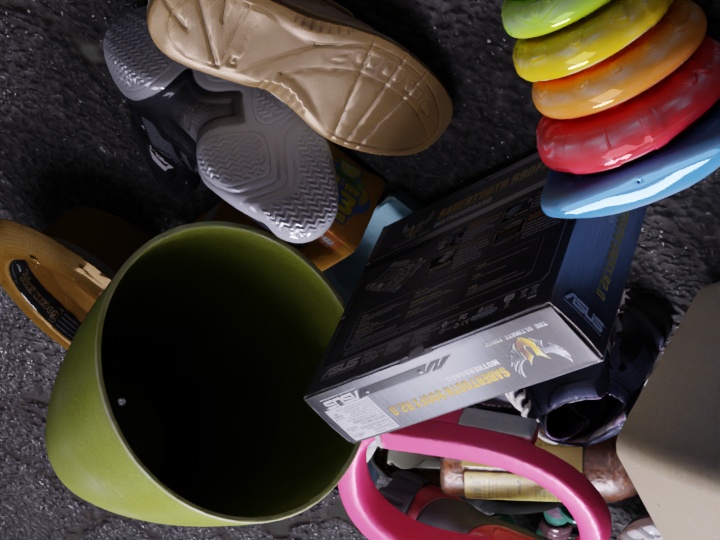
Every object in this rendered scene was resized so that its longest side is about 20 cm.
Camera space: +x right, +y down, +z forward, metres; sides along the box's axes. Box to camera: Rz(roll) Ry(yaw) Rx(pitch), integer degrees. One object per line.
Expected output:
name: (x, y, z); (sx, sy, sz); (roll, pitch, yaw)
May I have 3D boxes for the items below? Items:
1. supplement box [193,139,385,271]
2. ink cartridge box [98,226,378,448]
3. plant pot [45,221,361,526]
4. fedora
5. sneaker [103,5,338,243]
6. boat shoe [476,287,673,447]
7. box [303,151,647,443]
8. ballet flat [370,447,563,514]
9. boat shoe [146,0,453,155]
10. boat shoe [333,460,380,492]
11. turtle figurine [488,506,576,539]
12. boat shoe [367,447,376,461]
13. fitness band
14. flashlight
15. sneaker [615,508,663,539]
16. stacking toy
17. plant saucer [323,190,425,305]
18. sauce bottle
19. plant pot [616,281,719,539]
supplement box: (-0.069, -0.023, 0.908); (0.066, 0.069, 0.200); (36, 142, -18)
ink cartridge box: (-0.070, 0.067, 0.910); (0.162, 0.050, 0.200); (-20, 133, 32)
plant pot: (-0.126, 0.089, 0.838); (0.187, 0.187, 0.200); (39, 143, -17)
fedora: (-0.204, 0.012, 1.019); (0.200, 0.082, 0.201); (26, 151, 16)
sneaker: (-0.084, -0.076, 0.812); (0.200, 0.075, 0.114); (46, 161, 22)
boat shoe: (0.124, 0.081, 0.888); (0.075, 0.093, 0.200); (38, 144, -15)
box: (0.070, 0.008, 0.757); (0.200, 0.159, 0.048); (-25, 118, 42)
ballet flat: (0.090, 0.159, 1.026); (0.200, 0.068, 0.068); (-7, 159, 39)
boat shoe: (-0.032, -0.131, 0.736); (0.200, 0.069, 0.074); (24, 119, -32)
boat shoe: (-0.073, 0.157, 1.147); (0.200, 0.062, 0.075); (16, 146, 16)
turtle figurine: (0.154, 0.267, 1.086); (0.101, 0.150, 0.200); (25, 144, 34)
boat shoe: (0.005, 0.102, 1.014); (0.060, 0.074, 0.200); (29, 143, -3)
fitness band: (0.075, 0.159, 0.883); (0.200, 0.037, 0.144); (6, 128, 25)
flashlight: (0.104, 0.213, 0.960); (0.200, 0.068, 0.068); (18, 154, 29)
sneaker: (0.236, 0.199, 0.968); (0.078, 0.091, 0.200); (34, 155, 6)
stacking toy: (0.105, -0.137, 0.626); (0.116, 0.110, 0.200); (-22, 113, 30)
plant saucer: (0.000, 0.000, 0.933); (0.070, 0.019, 0.200); (36, 145, -14)
sauce bottle: (0.160, 0.141, 0.942); (0.199, 0.066, 0.066); (3, 141, 8)
plant pot: (0.273, 0.108, 0.755); (0.177, 0.200, 0.200); (10, 144, 43)
